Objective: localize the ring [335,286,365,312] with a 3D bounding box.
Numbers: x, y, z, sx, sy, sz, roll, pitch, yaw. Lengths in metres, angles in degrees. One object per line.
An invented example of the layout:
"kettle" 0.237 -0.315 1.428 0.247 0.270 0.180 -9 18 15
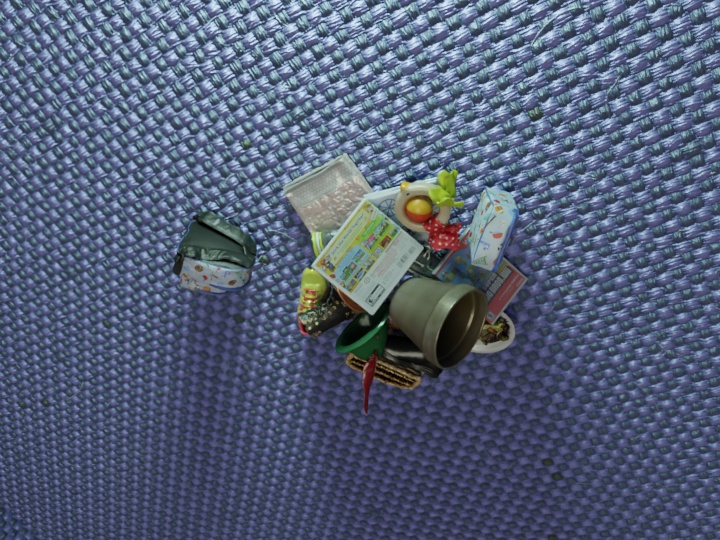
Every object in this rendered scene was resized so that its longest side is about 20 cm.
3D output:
"ring" 0.000 0.000 1.662 0.019 0.201 0.201 -6 124 42

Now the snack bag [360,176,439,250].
"snack bag" 0.118 -0.116 1.641 0.188 0.021 0.201 -14 126 12

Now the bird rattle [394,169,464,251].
"bird rattle" 0.159 -0.138 1.572 0.162 0.113 0.201 12 141 7

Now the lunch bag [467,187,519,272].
"lunch bag" 0.288 -0.090 1.527 0.075 0.200 0.161 16 112 1

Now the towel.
"towel" -0.063 -0.162 1.664 0.199 0.032 0.191 -24 114 27

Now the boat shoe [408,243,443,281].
"boat shoe" 0.140 -0.033 1.646 0.199 0.073 0.062 20 130 -7

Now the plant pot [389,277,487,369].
"plant pot" 0.168 0.101 1.599 0.173 0.200 0.201 28 133 36

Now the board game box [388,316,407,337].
"board game box" 0.096 0.137 1.795 0.199 0.030 0.096 24 152 -5

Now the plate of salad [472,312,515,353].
"plate of salad" 0.291 0.152 1.756 0.199 0.048 0.201 12 137 11

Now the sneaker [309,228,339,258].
"sneaker" -0.050 -0.026 1.708 0.081 0.074 0.200 -17 138 16

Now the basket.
"basket" 0.060 0.250 1.834 0.199 0.149 0.143 23 125 -3

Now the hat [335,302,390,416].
"hat" 0.048 0.204 1.701 0.200 0.166 0.176 -34 107 24

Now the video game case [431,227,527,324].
"video game case" 0.287 0.014 1.654 0.200 0.017 0.143 39 87 -13

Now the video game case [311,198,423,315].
"video game case" 0.018 -0.031 1.587 0.182 0.023 0.200 39 83 -7

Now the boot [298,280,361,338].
"boot" -0.082 0.091 1.717 0.150 0.073 0.200 -28 153 1

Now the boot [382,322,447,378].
"boot" 0.157 0.170 1.726 0.197 0.073 0.163 25 119 -4

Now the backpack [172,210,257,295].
"backpack" -0.359 -0.026 1.738 0.189 0.200 0.155 13 130 -3

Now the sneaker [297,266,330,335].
"sneaker" -0.128 0.084 1.806 0.078 0.090 0.201 9 123 9
